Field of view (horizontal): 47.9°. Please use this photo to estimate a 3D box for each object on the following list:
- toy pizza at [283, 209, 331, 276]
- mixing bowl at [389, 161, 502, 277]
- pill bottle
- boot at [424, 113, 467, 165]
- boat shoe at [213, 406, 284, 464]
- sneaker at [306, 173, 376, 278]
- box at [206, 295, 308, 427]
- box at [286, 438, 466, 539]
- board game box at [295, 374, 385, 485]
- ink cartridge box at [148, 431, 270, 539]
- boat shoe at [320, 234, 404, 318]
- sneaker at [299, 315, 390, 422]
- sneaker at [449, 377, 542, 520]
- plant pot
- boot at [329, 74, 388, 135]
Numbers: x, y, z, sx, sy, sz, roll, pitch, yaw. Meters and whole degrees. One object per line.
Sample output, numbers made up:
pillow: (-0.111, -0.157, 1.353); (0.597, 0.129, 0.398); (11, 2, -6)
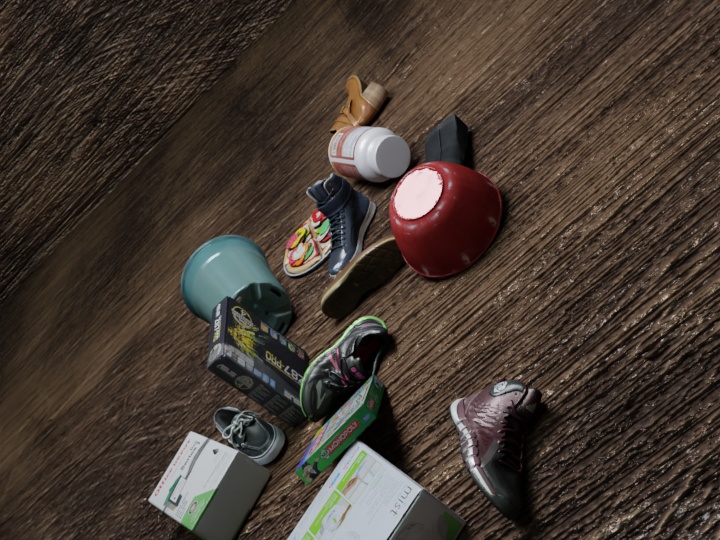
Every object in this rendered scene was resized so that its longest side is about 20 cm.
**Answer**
toy pizza: (-0.102, -0.075, 1.758); (0.199, 0.032, 0.201); (-35, 31, 25)
mixing bowl: (0.121, -0.102, 1.332); (0.198, 0.108, 0.202); (-19, 56, 30)
pill bottle: (0.021, -0.245, 1.705); (0.113, 0.112, 0.199); (-53, 29, -8)
boot: (0.130, -0.191, 1.528); (0.163, 0.066, 0.202); (-25, 39, 24)
boat shoe: (-0.202, 0.281, 1.427); (0.074, 0.068, 0.199); (-55, 29, -11)
sneaker: (-0.056, -0.095, 1.598); (0.076, 0.146, 0.204); (-18, 42, 41)
box: (-0.173, 0.156, 1.399); (0.049, 0.200, 0.162); (-38, 29, 22)
box: (0.005, 0.344, 1.022); (0.201, 0.097, 0.176); (-55, 29, -10)
board game box: (-0.024, 0.227, 1.183); (0.135, 0.029, 0.200); (-45, -1, 6)
ink cartridge box: (-0.261, 0.371, 1.385); (0.199, 0.084, 0.147); (0, 54, 54)
boat shoe: (0.000, 0.001, 1.476); (0.200, 0.072, 0.068); (-43, 30, 18)
sneaker: (-0.026, 0.160, 1.315); (0.201, 0.077, 0.084); (-53, 24, -4)
sneaker: (0.179, 0.196, 0.980); (0.115, 0.076, 0.201); (-39, 29, 12)
plant pot: (-0.243, 0.055, 1.651); (0.201, 0.200, 0.196); (-49, 35, -1)
boot: (-0.025, -0.397, 2.002); (0.155, 0.073, 0.200); (-54, 25, 0)
